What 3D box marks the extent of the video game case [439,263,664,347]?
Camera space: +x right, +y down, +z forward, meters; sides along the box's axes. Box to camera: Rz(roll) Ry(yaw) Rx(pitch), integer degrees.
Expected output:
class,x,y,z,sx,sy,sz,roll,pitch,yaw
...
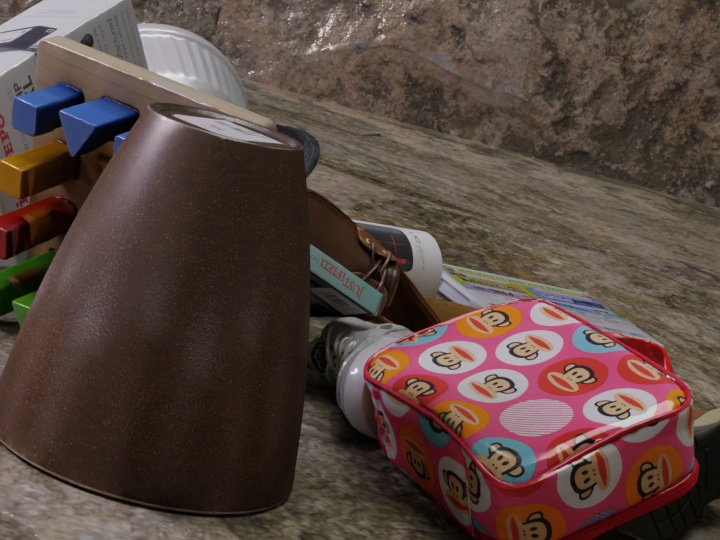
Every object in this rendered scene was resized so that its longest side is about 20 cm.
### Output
class,x,y,z,sx,sy,sz,roll,pitch,yaw
video game case,0.182,0.041,1.718,0.199,0.022,0.182,11,12,-21

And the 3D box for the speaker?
class,x,y,z,sx,sy,sz,roll,pitch,yaw
speaker,-0.024,-0.008,1.512,0.199,0.082,0.081,8,13,-37

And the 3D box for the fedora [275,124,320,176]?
class,x,y,z,sx,sy,sz,roll,pitch,yaw
fedora,-0.111,-0.046,1.372,0.200,0.092,0.201,-14,24,6

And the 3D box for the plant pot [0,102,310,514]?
class,x,y,z,sx,sy,sz,roll,pitch,yaw
plant pot,-0.103,0.011,0.987,0.186,0.201,0.187,15,10,-3

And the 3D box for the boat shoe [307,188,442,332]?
class,x,y,z,sx,sy,sz,roll,pitch,yaw
boat shoe,0.000,0.001,1.301,0.067,0.072,0.200,-2,-36,38

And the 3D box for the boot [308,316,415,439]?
class,x,y,z,sx,sy,sz,roll,pitch,yaw
boot,0.001,0.074,1.209,0.095,0.074,0.200,10,3,21

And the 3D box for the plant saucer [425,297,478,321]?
class,x,y,z,sx,sy,sz,roll,pitch,yaw
plant saucer,0.092,0.062,1.448,0.199,0.036,0.200,15,11,-3

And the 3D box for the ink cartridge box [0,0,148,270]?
class,x,y,z,sx,sy,sz,roll,pitch,yaw
ink cartridge box,-0.247,-0.109,1.295,0.083,0.146,0.200,6,31,30

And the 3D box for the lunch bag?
class,x,y,z,sx,sy,sz,roll,pitch,yaw
lunch bag,0.114,0.087,1.063,0.176,0.082,0.200,-22,29,-19

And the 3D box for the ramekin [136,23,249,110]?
class,x,y,z,sx,sy,sz,roll,pitch,yaw
ramekin,-0.184,-0.108,1.492,0.201,0.203,0.094,11,24,-26

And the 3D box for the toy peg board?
class,x,y,z,sx,sy,sz,roll,pitch,yaw
toy peg board,-0.171,-0.027,1.135,0.199,0.200,0.098,23,30,28

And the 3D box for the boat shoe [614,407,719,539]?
class,x,y,z,sx,sy,sz,roll,pitch,yaw
boat shoe,0.198,0.137,1.162,0.074,0.076,0.200,4,5,35

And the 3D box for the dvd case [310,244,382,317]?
class,x,y,z,sx,sy,sz,roll,pitch,yaw
dvd case,-0.098,-0.006,1.248,0.146,0.022,0.200,35,-22,-34
